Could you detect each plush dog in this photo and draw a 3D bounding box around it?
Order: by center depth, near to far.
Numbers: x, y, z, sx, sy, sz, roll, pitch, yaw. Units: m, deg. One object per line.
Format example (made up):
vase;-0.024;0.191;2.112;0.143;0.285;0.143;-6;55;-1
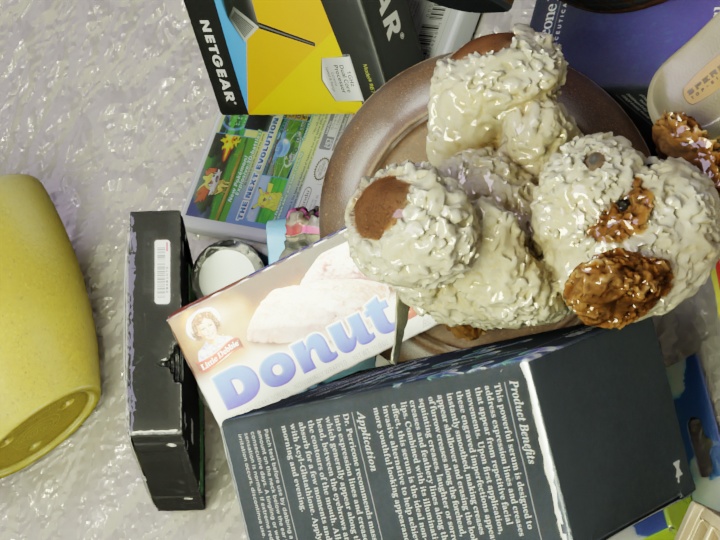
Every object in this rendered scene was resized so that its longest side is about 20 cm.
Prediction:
plush dog;0.108;-0.019;1.471;0.171;0.161;0.200;5;39;27

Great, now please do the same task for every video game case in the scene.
video game case;-0.020;-0.107;1.843;0.182;0.022;0.201;11;76;41

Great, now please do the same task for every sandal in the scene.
sandal;0.226;-0.145;1.498;0.200;0.054;0.081;-42;49;15

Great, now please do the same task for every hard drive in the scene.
hard drive;-0.119;0.059;1.716;0.038;0.200;0.141;-2;73;1

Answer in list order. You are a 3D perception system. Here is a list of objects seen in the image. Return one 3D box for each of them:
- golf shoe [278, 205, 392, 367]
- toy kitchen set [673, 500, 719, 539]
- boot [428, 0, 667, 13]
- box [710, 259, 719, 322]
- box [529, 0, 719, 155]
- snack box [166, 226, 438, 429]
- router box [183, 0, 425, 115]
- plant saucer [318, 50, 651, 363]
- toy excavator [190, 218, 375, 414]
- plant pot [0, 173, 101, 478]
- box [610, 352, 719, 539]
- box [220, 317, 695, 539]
golf shoe;0.046;0.024;1.654;0.199;0.073;0.093;12;97;4
toy kitchen set;0.092;0.183;1.508;0.163;0.199;0.181;-144;79;-84
boot;0.114;-0.204;1.604;0.199;0.075;0.097;5;75;42
box;0.289;-0.018;1.527;0.199;0.050;0.076;-24;56;28
box;0.208;-0.151;1.624;0.199;0.104;0.149;1;70;39
snack box;-0.006;0.014;1.578;0.199;0.024;0.072;-26;95;8
router box;-0.051;-0.199;1.775;0.149;0.201;0.051;1;29;39
plant saucer;0.073;-0.025;1.593;0.199;0.032;0.201;1;99;6
toy excavator;0.000;0.000;1.723;0.199;0.100;0.196;-5;82;6
plant pot;-0.253;0.055;1.854;0.200;0.200;0.142;-41;75;15
box;0.112;0.130;1.598;0.199;0.048;0.122;-28;55;26
box;0.053;0.102;1.505;0.199;0.148;0.108;-13;92;32
